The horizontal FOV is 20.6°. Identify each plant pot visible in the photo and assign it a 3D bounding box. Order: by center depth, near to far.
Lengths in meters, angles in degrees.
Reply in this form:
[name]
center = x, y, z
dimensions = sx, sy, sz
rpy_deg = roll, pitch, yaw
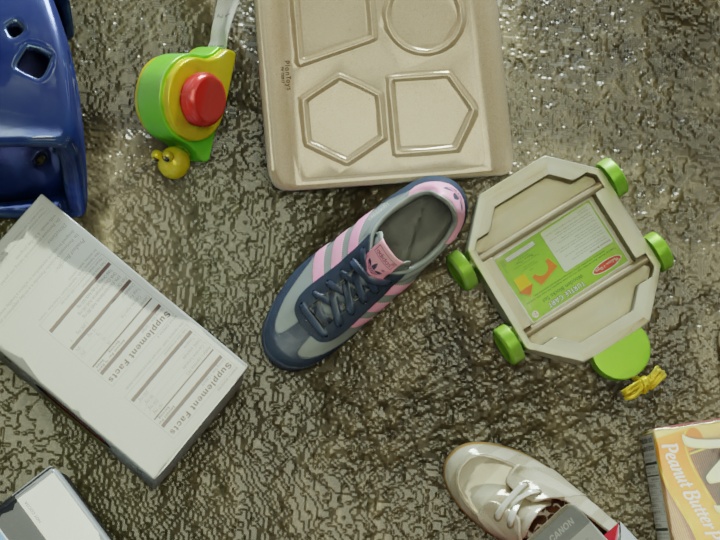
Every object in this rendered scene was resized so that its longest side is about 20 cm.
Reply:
[plant pot]
center = -0.302, -0.148, 1.467
dimensions = 0.199, 0.200, 0.181
rpy_deg = 0, 75, -4

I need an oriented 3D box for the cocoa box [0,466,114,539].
[cocoa box]
center = -0.213, 0.262, 1.437
dimensions = 0.131, 0.133, 0.200
rpy_deg = -37, 86, -9

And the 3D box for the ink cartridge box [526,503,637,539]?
[ink cartridge box]
center = 0.147, 0.288, 1.459
dimensions = 0.200, 0.084, 0.176
rpy_deg = -43, 87, 10

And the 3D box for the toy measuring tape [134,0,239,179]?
[toy measuring tape]
center = -0.133, -0.171, 1.540
dimensions = 0.073, 0.074, 0.201
rpy_deg = 12, 83, -3

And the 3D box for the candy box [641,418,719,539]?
[candy box]
center = 0.291, 0.214, 1.527
dimensions = 0.115, 0.055, 0.201
rpy_deg = -8, 82, -5

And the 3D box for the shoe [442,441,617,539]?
[shoe]
center = 0.153, 0.194, 1.519
dimensions = 0.200, 0.053, 0.070
rpy_deg = 33, 80, 1

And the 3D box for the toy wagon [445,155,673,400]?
[toy wagon]
center = 0.168, 0.013, 1.557
dimensions = 0.155, 0.040, 0.200
rpy_deg = -31, 86, -8

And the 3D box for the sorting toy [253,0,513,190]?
[sorting toy]
center = 0.017, -0.159, 1.576
dimensions = 0.199, 0.036, 0.186
rpy_deg = -4, 82, -10

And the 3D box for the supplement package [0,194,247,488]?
[supplement package]
center = -0.195, 0.056, 1.481
dimensions = 0.200, 0.114, 0.110
rpy_deg = 40, 79, 3

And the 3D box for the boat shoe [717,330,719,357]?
[boat shoe]
center = 0.346, -0.009, 1.557
dimensions = 0.072, 0.072, 0.200
rpy_deg = 30, 80, 0

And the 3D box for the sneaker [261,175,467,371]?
[sneaker]
center = 0.000, 0.000, 1.515
dimensions = 0.070, 0.082, 0.200
rpy_deg = 45, 90, -3
